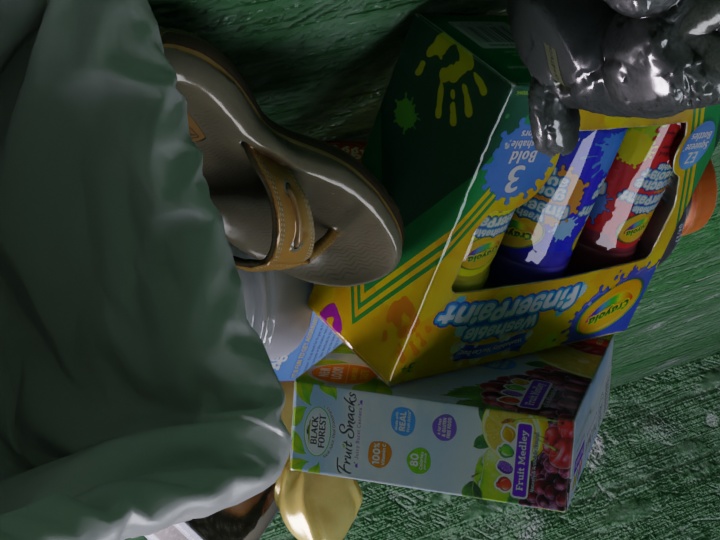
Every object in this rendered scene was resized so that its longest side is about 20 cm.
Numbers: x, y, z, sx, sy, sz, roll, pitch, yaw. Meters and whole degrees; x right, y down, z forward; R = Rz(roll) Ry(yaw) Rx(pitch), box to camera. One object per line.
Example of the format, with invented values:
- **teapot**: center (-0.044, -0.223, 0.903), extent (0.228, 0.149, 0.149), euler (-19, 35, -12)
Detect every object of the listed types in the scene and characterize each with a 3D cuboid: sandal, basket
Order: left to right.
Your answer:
- **basket**: center (-0.159, 0.009, 0.467), extent (0.196, 0.202, 0.161), euler (-12, 168, -33)
- **sandal**: center (-0.051, -0.033, 0.653), extent (0.080, 0.055, 0.200), euler (-14, 149, 26)

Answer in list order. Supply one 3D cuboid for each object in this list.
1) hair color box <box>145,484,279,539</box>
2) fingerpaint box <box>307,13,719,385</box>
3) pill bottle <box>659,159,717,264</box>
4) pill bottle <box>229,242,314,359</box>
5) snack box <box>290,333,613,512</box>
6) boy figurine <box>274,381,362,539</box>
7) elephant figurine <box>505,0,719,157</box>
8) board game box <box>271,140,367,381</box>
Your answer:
- **hair color box**: center (-0.084, 0.114, 1.090), extent (0.061, 0.099, 0.201), euler (-34, -164, 50)
- **fingerpaint box**: center (0.089, -0.041, 0.786), extent (0.199, 0.073, 0.168), euler (-8, 130, -44)
- **pill bottle**: center (0.135, -0.040, 0.980), extent (0.198, 0.107, 0.106), euler (-13, 167, -31)
- **pill bottle**: center (-0.129, 0.016, 0.758), extent (0.198, 0.115, 0.114), euler (-13, 166, -35)
- **snack box**: center (0.057, 0.068, 0.829), extent (0.140, 0.054, 0.200), euler (5, -170, 14)
- **boy figurine**: center (-0.044, 0.088, 1.019), extent (0.123, 0.202, 0.064), euler (-24, 168, 4)
- **elephant figurine**: center (0.146, -0.142, 0.525), extent (0.199, 0.142, 0.155), euler (-34, -159, -14)
- **board game box**: center (0.000, 0.000, 0.917), extent (0.102, 0.020, 0.201), euler (-1, 140, -21)
